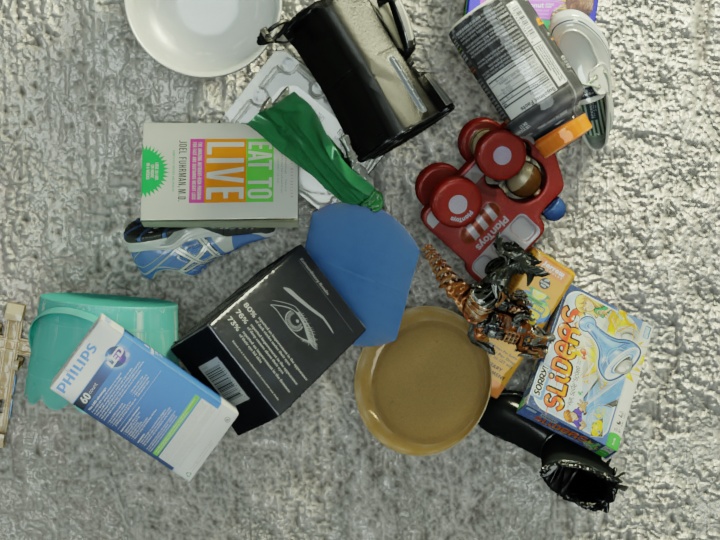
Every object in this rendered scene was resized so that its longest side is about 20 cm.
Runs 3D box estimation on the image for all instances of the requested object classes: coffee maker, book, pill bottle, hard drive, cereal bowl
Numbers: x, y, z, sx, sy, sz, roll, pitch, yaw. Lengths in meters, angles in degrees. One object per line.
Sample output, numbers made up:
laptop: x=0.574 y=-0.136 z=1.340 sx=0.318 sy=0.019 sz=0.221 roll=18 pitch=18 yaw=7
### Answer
coffee maker: x=-0.004 y=-0.243 z=1.540 sx=0.192 sy=0.135 sz=0.200 roll=-29 pitch=90 yaw=-11
book: x=-0.180 y=-0.124 z=1.570 sx=0.200 sy=0.048 sz=0.134 roll=-1 pitch=77 yaw=-2
pill bottle: x=0.203 y=-0.239 z=1.499 sx=0.106 sy=0.106 sz=0.200 roll=-33 pitch=91 yaw=2
hard drive: x=-0.073 y=-0.182 z=1.617 sx=0.200 sy=0.038 sz=0.140 roll=40 pitch=94 yaw=-4
cereal bowl: x=-0.200 y=-0.345 z=1.572 sx=0.200 sy=0.083 sz=0.200 roll=0 pitch=96 yaw=-1

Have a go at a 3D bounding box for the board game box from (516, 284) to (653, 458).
board game box: x=0.298 y=0.130 z=1.606 sx=0.135 sy=0.034 sz=0.200 roll=27 pitch=59 yaw=-4

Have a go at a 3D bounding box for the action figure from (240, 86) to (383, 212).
action figure: x=-0.043 y=-0.142 z=1.525 sx=0.200 sy=0.118 sz=0.055 roll=44 pitch=58 yaw=-21

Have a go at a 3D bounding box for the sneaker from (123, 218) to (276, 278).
sneaker: x=-0.209 y=-0.041 z=1.621 sx=0.200 sy=0.076 sz=0.077 roll=-8 pitch=122 yaw=-3

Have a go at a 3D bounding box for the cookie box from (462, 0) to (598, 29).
cookie box: x=0.225 y=-0.385 z=1.580 sx=0.171 sy=0.075 sz=0.200 roll=7 pitch=97 yaw=-3

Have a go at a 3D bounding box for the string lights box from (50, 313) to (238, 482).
string lights box: x=-0.257 y=0.151 z=1.455 sx=0.200 sy=0.059 sz=0.103 roll=37 pitch=89 yaw=-11

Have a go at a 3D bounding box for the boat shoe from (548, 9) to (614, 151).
boat shoe: x=0.290 y=-0.238 z=1.551 sx=0.074 sy=0.067 sz=0.200 roll=-15 pitch=135 yaw=20

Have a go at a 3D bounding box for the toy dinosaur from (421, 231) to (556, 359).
toy dinosaur: x=0.169 y=0.031 z=1.547 sx=0.200 sy=0.102 sz=0.136 roll=31 pitch=102 yaw=-28

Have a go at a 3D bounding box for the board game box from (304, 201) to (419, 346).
board game box: x=0.000 y=0.000 z=1.625 sx=0.158 sy=0.039 sz=0.200 roll=22 pitch=115 yaw=18

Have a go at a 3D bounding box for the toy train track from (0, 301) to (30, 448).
toy train track: x=-0.481 y=0.144 z=1.646 sx=0.115 sy=0.033 sz=0.200 roll=10 pitch=97 yaw=-2

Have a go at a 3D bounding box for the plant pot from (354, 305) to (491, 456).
plant pot: x=0.085 y=0.147 z=1.619 sx=0.200 sy=0.027 sz=0.200 roll=-7 pitch=75 yaw=26

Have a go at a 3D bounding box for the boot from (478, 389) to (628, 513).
boot: x=0.248 y=0.238 z=1.605 sx=0.198 sy=0.162 sz=0.073 roll=23 pitch=107 yaw=-3

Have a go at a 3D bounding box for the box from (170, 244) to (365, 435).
box: x=-0.115 y=0.087 z=1.561 sx=0.148 sy=0.104 sz=0.200 roll=53 pitch=49 yaw=-6

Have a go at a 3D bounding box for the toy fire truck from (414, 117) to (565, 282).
toy fire truck: x=0.180 y=-0.098 z=1.601 sx=0.168 sy=0.112 sz=0.200 roll=42 pitch=94 yaw=-19

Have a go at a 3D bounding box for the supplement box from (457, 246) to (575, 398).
supplement box: x=0.205 y=0.068 z=1.636 sx=0.067 sy=0.069 sz=0.200 roll=31 pitch=93 yaw=-5

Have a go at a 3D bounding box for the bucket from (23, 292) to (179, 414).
bucket: x=-0.328 y=0.103 z=1.567 sx=0.207 sy=0.207 sz=0.135 roll=4 pitch=93 yaw=-2
